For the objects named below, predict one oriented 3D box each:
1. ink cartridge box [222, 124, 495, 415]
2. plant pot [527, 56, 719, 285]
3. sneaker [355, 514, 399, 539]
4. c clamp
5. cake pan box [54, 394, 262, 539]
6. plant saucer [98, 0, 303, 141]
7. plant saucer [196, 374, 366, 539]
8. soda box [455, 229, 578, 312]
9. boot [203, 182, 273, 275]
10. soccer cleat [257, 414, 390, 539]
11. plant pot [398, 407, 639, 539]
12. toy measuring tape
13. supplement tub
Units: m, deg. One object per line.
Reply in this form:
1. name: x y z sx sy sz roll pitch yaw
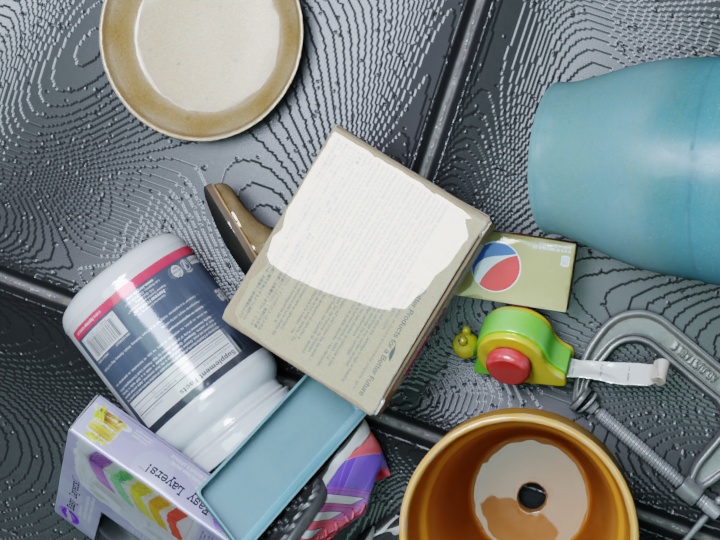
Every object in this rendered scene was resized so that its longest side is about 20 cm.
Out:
1. ink cartridge box: 0.000 0.000 1.399 0.164 0.075 0.201 32 93 8
2. plant pot: 0.249 -0.091 1.371 0.186 0.200 0.202 6 94 23
3. sneaker: 0.006 0.314 1.497 0.083 0.081 0.201 34 105 -10
4. c clamp: 0.270 0.144 1.454 0.171 0.027 0.200 -45 84 8
5. cake pan box: -0.193 0.222 1.470 0.184 0.200 0.052 37 57 7
6. plant saucer: -0.147 -0.223 1.505 0.198 0.035 0.202 0 93 10
7. plant saucer: -0.068 0.158 1.403 0.019 0.200 0.070 -21 109 50
8. soda box: 0.096 -0.009 1.456 0.198 0.068 0.065 8 93 9
9. boot: -0.071 -0.010 1.495 0.075 0.074 0.201 -38 90 -9
10. soccer cleat: -0.030 0.214 1.432 0.068 0.200 0.073 -24 109 37
11. plant pot: 0.144 0.213 1.401 0.198 0.183 0.202 1 94 9
12. toy measuring tape: 0.175 0.069 1.431 0.198 0.073 0.074 4 94 22
13. supplement tub: -0.166 0.081 1.469 0.140 0.140 0.200 -39 87 9
